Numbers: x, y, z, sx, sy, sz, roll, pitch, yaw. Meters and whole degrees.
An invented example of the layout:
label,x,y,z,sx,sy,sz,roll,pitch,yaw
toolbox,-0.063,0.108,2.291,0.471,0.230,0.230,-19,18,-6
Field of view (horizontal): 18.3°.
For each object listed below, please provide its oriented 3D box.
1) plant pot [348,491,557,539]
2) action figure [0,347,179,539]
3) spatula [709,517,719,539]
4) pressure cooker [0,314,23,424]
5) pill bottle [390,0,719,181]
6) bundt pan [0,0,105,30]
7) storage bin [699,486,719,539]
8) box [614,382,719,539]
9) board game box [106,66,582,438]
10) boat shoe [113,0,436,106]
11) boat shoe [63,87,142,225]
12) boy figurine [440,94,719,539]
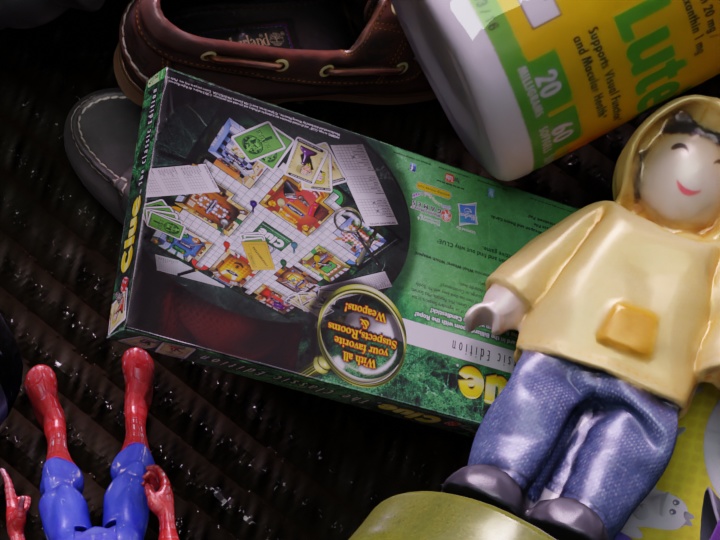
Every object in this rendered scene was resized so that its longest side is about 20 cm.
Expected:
label,x,y,z,sx,sy,sz,roll,pitch,yaw
plant pot,0.010,0.190,0.789,0.200,0.201,0.193,29,57,15
action figure,-0.101,0.101,0.847,0.065,0.052,0.200,-6,36,-6
spatula,0.106,0.174,0.767,0.020,0.201,0.057,8,23,12
pressure cooker,-0.251,0.061,0.852,0.178,0.176,0.200,30,66,19
pill bottle,0.118,-0.128,0.894,0.199,0.111,0.111,-28,67,-4
bundt pan,-0.128,-0.174,0.976,0.201,0.076,0.202,-18,34,13
storage bin,0.191,0.154,0.768,0.134,0.200,0.146,0,107,2
box,0.183,0.082,0.897,0.199,0.048,0.118,13,66,6
board game box,0.000,0.000,0.874,0.199,0.023,0.105,18,68,-28
boat shoe,-0.005,-0.109,0.957,0.199,0.070,0.071,-14,72,-23
boat shoe,-0.048,-0.025,0.949,0.200,0.057,0.067,37,71,17
boy figurine,0.108,0.022,0.869,0.124,0.064,0.200,24,69,14
